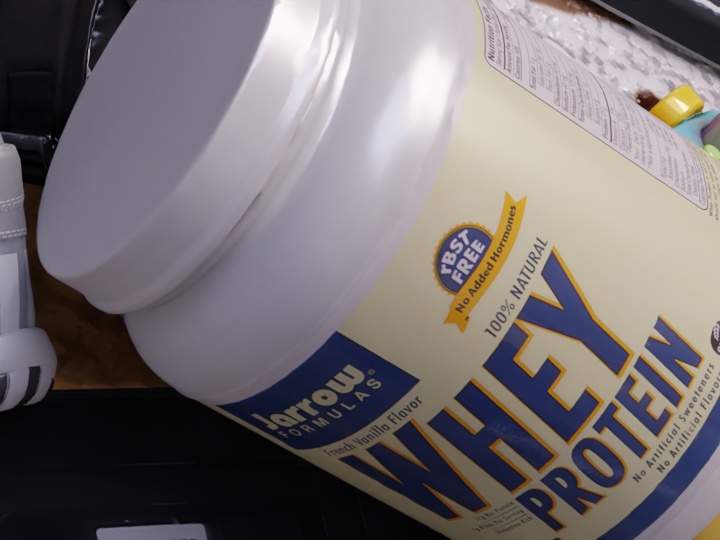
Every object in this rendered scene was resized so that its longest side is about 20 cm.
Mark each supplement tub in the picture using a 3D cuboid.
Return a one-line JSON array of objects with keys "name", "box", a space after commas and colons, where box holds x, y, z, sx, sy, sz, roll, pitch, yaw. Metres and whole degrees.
[{"name": "supplement tub", "box": [0.019, -0.006, 0.678, 0.200, 0.145, 0.145, 30, 49, -25]}]

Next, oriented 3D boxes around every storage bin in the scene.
[{"name": "storage bin", "box": [-0.072, 0.118, 0.725, 0.199, 0.094, 0.136, 1, 58, -25]}]

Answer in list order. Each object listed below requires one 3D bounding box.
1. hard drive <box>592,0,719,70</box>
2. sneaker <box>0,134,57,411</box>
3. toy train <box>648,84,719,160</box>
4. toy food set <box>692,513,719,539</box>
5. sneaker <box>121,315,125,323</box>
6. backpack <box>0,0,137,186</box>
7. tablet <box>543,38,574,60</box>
[{"name": "hard drive", "box": [0.192, -0.146, 1.062, 0.199, 0.033, 0.140, 28, 51, -5]}, {"name": "sneaker", "box": [-0.171, -0.027, 0.710, 0.199, 0.116, 0.075, 10, 14, 35]}, {"name": "toy train", "box": [0.195, -0.013, 0.930, 0.199, 0.056, 0.151, 19, 40, -31]}, {"name": "toy food set", "box": [0.158, 0.084, 0.831, 0.143, 0.060, 0.201, 21, 82, -10]}, {"name": "sneaker", "box": [0.000, 0.000, 0.854, 0.199, 0.072, 0.073, 9, 47, -23]}, {"name": "backpack", "box": [-0.094, -0.128, 0.794, 0.177, 0.150, 0.201, 10, 88, 24]}, {"name": "tablet", "box": [0.129, -0.008, 0.921, 0.200, 0.014, 0.130, 43, 34, 0]}]
